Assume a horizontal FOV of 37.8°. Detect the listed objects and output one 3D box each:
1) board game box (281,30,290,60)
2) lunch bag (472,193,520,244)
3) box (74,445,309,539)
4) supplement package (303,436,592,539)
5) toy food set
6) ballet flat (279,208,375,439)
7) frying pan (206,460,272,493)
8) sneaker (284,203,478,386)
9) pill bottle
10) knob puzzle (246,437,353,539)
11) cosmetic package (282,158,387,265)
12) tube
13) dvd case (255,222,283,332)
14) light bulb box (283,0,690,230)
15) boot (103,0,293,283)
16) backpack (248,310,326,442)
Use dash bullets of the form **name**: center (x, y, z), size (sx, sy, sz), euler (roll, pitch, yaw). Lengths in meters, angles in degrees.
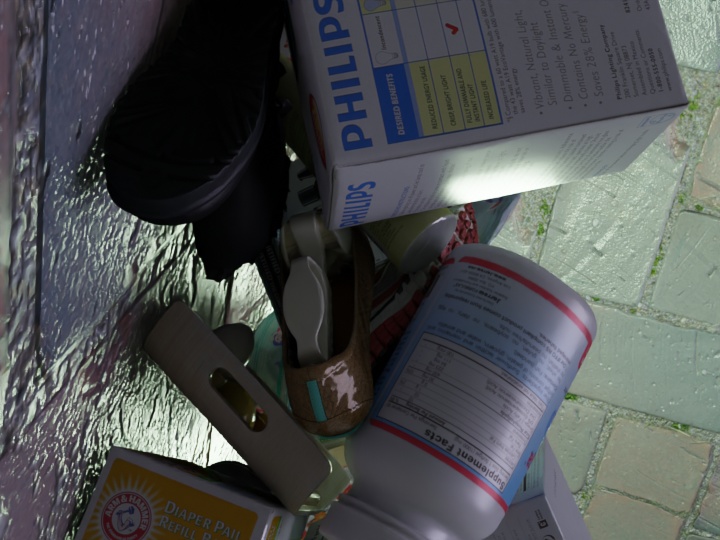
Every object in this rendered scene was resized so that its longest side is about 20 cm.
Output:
- **board game box**: center (-0.030, -0.195, 0.880), size (0.200, 0.046, 0.154), euler (-24, 127, -82)
- **lunch bag**: center (0.060, -0.089, 0.936), size (0.128, 0.168, 0.200), euler (-61, 173, 19)
- **box**: center (-0.109, 0.187, 0.698), size (0.200, 0.111, 0.103), euler (77, 33, -77)
- **supplement package**: center (0.060, 0.216, 0.740), size (0.111, 0.198, 0.114), euler (65, 15, -6)
- **toy food set**: center (-0.065, 0.096, 0.728), size (0.060, 0.143, 0.200), euler (-44, 168, -6)
- **ballet flat**: center (-0.027, 0.010, 0.664), size (0.202, 0.067, 0.073), euler (-91, 164, -46)
- **frying pan**: center (-0.100, 0.244, 0.820), size (0.031, 0.114, 0.192), euler (11, 58, -53)
- **sneaker**: center (0.019, 0.016, 0.733), size (0.200, 0.081, 0.078), euler (-50, 144, -31)
- **pill bottle**: center (0.058, 0.093, 0.652), size (0.201, 0.108, 0.109), euler (-59, 169, -15)
- **knob puzzle**: center (-0.064, 0.213, 0.918), size (0.031, 0.217, 0.221), euler (-112, -158, -45)
- **cosmetic package**: center (0.000, 0.000, 0.834), size (0.051, 0.082, 0.202), euler (-63, 130, -80)
- **tube**: center (-0.017, -0.084, 0.710), size (0.052, 0.200, 0.058), euler (-5, 136, -55)
- **dvd case**: center (-0.046, 0.024, 0.817), size (0.146, 0.022, 0.202), euler (3, 67, -84)
- **light bulb box**: center (0.057, -0.148, 0.621), size (0.125, 0.197, 0.201), euler (107, -28, -76)
- **boot**: center (-0.084, -0.058, 0.610), size (0.164, 0.072, 0.200), euler (96, 6, -49)
- **backpack**: center (-0.037, 0.117, 1.013), size (0.200, 0.148, 0.180), euler (-83, 180, -78)
